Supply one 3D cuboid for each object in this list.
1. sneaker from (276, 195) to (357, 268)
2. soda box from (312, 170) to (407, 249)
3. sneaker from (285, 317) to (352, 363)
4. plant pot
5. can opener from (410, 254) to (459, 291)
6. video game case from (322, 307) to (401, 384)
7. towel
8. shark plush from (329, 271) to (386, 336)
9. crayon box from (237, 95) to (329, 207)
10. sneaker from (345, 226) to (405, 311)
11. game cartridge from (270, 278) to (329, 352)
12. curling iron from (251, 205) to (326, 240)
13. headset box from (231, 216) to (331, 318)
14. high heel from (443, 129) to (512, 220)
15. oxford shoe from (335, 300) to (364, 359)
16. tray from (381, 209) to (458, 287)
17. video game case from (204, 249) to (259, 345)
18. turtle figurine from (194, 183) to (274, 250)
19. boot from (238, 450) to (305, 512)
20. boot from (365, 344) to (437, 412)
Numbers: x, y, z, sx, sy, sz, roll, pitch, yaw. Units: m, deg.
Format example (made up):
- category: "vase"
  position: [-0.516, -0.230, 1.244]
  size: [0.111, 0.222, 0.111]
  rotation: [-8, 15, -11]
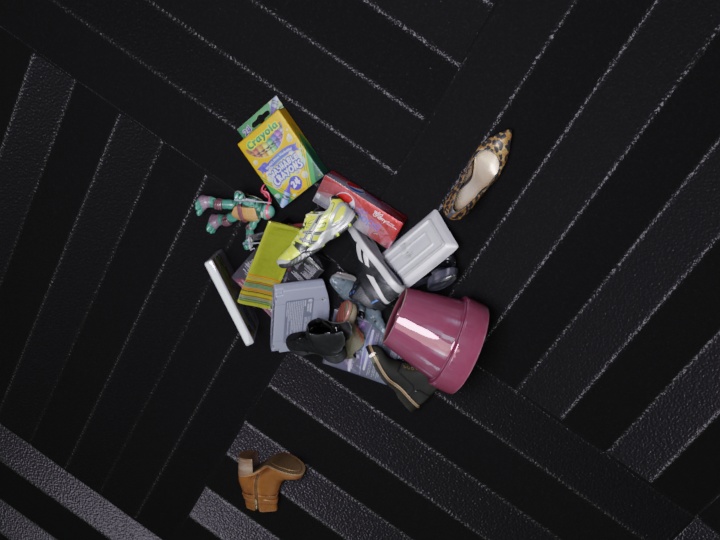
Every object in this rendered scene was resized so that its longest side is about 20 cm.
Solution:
- category: "sneaker"
  position: [-0.101, -0.079, 1.350]
  size: [0.199, 0.075, 0.077]
  rotation: [-37, 95, 6]
- category: "soda box"
  position: [0.000, -0.133, 1.382]
  size: [0.198, 0.063, 0.071]
  rotation: [32, 112, 1]
- category: "sneaker"
  position: [-0.095, 0.140, 1.375]
  size: [0.197, 0.060, 0.106]
  rotation: [11, 136, 35]
- category: "plant pot"
  position: [0.150, 0.131, 1.347]
  size: [0.176, 0.201, 0.203]
  rotation: [23, 111, -2]
- category: "can opener"
  position: [0.123, 0.014, 1.401]
  size: [0.197, 0.079, 0.064]
  rotation: [-18, 110, 28]
- category: "video game case"
  position: [0.017, 0.183, 1.501]
  size: [0.196, 0.019, 0.146]
  rotation: [17, 110, 9]
- category: "towel"
  position: [-0.197, -0.008, 1.384]
  size: [0.085, 0.018, 0.203]
  rotation: [10, 114, -36]
- category: "shark plush"
  position: [0.001, 0.088, 1.436]
  size: [0.090, 0.083, 0.203]
  rotation: [-25, 97, 20]
- category: "crayon box"
  position: [-0.177, -0.257, 1.393]
  size: [0.125, 0.052, 0.202]
  rotation: [-33, 97, 20]
- category: "sneaker"
  position: [0.000, 0.000, 1.381]
  size: [0.112, 0.073, 0.201]
  rotation: [-44, 63, 17]
- category: "game cartridge"
  position: [-0.136, 0.102, 1.447]
  size: [0.130, 0.041, 0.203]
  rotation: [-4, 133, -16]
- category: "curling iron"
  position: [-0.147, -0.101, 1.388]
  size: [0.197, 0.025, 0.051]
  rotation: [-22, 111, -23]
- category: "headset box"
  position: [-0.187, 0.004, 1.463]
  size: [0.149, 0.075, 0.200]
  rotation: [44, 111, -2]
- category: "high heel"
  position: [0.238, -0.188, 1.265]
  size: [0.071, 0.143, 0.201]
  rotation: [36, 112, 0]
- category: "oxford shoe"
  position: [-0.023, 0.134, 1.426]
  size: [0.072, 0.072, 0.201]
  rotation: [10, 145, -5]
- category: "tray"
  position: [0.109, -0.033, 1.381]
  size: [0.199, 0.022, 0.109]
  rotation: [-40, 60, 21]
- category: "video game case"
  position: [-0.288, 0.056, 1.450]
  size: [0.023, 0.182, 0.203]
  rotation: [-25, 100, -1]
- category: "turtle figurine"
  position: [-0.263, -0.124, 1.428]
  size: [0.196, 0.101, 0.152]
  rotation: [3, 125, 21]
- category: "boot"
  position: [-0.226, 0.554, 1.642]
  size: [0.195, 0.077, 0.159]
  rotation: [0, 105, 16]
- category: "boot"
  position: [0.115, 0.210, 1.447]
  size: [0.137, 0.078, 0.201]
  rotation: [-36, 118, 9]
